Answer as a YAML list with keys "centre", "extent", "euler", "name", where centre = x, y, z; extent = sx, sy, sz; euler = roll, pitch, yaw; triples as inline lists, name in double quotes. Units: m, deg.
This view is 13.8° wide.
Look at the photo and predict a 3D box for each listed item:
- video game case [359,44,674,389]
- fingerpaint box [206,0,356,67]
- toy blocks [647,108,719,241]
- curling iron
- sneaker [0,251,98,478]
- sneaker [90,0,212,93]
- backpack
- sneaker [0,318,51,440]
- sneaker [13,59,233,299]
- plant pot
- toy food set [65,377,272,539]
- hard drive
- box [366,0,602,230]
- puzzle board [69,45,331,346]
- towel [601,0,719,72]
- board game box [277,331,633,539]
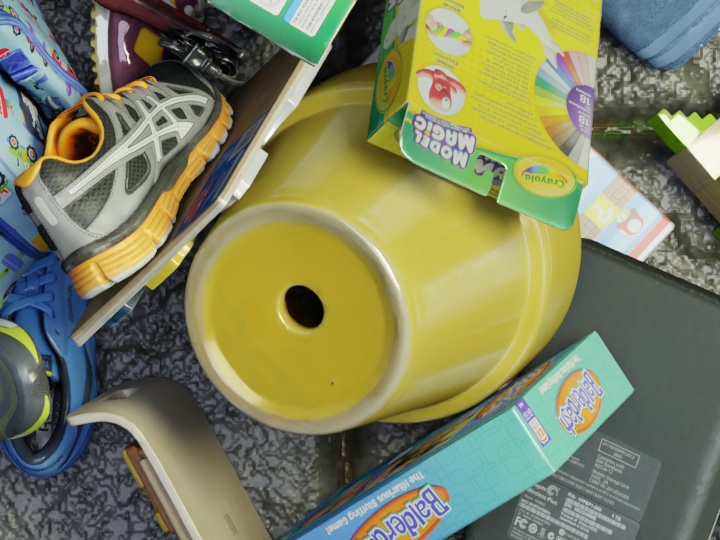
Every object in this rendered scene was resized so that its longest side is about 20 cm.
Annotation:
- centre: [0.064, -0.042, 1.750]
  extent: [0.200, 0.017, 0.143]
  euler: [43, 90, 0]
  name: "video game case"
- centre: [-0.012, -0.223, 1.610]
  extent: [0.073, 0.167, 0.200]
  euler: [30, 97, -12]
  name: "fingerpaint box"
- centre: [0.280, -0.054, 1.721]
  extent: [0.137, 0.100, 0.200]
  euler: [-41, 90, -11]
  name: "toy blocks"
- centre: [-0.144, -0.161, 1.669]
  extent: [0.200, 0.050, 0.026]
  euler: [34, 96, 17]
  name: "curling iron"
- centre: [-0.185, 0.020, 1.722]
  extent: [0.066, 0.078, 0.200]
  euler: [-3, 89, 2]
  name: "sneaker"
- centre: [-0.106, -0.167, 1.722]
  extent: [0.090, 0.075, 0.200]
  euler: [0, 91, 5]
  name: "sneaker"
- centre: [-0.225, -0.084, 1.637]
  extent: [0.135, 0.183, 0.200]
  euler: [-31, 57, 5]
  name: "backpack"
- centre: [-0.259, 0.073, 1.678]
  extent: [0.200, 0.081, 0.074]
  euler: [-7, 101, 34]
  name: "sneaker"
- centre: [-0.128, -0.068, 1.607]
  extent: [0.078, 0.200, 0.077]
  euler: [-34, 109, 26]
  name: "sneaker"
- centre: [0.000, 0.000, 1.633]
  extent: [0.201, 0.189, 0.201]
  euler: [6, 107, 20]
  name: "plant pot"
- centre: [-0.099, 0.157, 1.690]
  extent: [0.060, 0.144, 0.200]
  euler: [-29, 90, 10]
  name: "toy food set"
- centre: [0.147, 0.097, 1.697]
  extent: [0.140, 0.033, 0.200]
  euler: [25, 101, 32]
  name: "hard drive"
- centre: [0.070, -0.115, 1.607]
  extent: [0.117, 0.048, 0.200]
  euler: [24, 50, -21]
  name: "box"
- centre: [-0.079, -0.055, 1.636]
  extent: [0.017, 0.200, 0.151]
  euler: [40, 132, -12]
  name: "puzzle board"
- centre: [0.147, -0.212, 1.701]
  extent: [0.112, 0.049, 0.200]
  euler: [-41, 116, 11]
  name: "towel"
- centre: [0.042, 0.118, 1.649]
  extent: [0.200, 0.152, 0.045]
  euler: [-34, 90, 27]
  name: "board game box"
